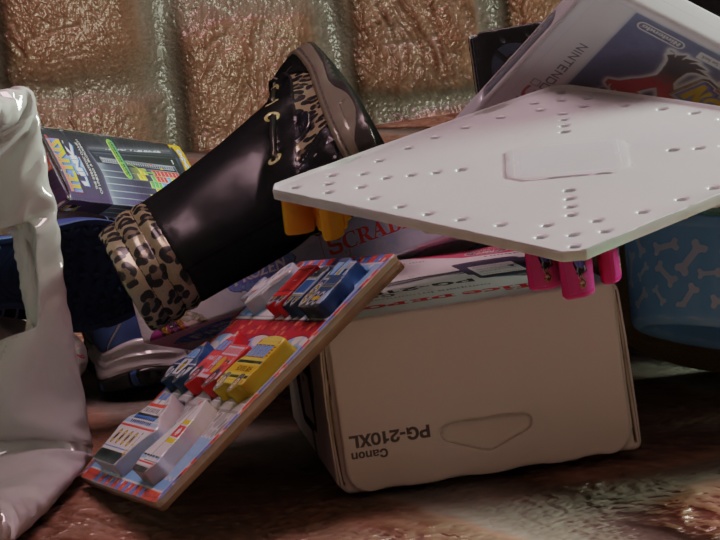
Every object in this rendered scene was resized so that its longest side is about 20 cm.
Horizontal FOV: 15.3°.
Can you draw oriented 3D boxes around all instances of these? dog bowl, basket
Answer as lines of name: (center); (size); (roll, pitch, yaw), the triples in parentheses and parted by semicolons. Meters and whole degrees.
dog bowl: (0.219, 0.015, 1.260); (0.200, 0.050, 0.111); (9, -7, -6)
basket: (-0.232, 0.026, 1.261); (0.161, 0.198, 0.200); (-8, 7, 9)

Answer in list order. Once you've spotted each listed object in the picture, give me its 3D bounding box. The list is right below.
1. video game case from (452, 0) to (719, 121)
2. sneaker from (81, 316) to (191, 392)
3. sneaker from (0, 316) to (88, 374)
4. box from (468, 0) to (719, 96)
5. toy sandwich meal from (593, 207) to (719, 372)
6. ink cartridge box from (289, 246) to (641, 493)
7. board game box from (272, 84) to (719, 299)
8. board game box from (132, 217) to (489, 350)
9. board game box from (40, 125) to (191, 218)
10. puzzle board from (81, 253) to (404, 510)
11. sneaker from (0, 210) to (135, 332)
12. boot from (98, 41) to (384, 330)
video game case: (0.168, -0.067, 1.396); (0.200, 0.023, 0.182); (25, -33, -12)
sneaker: (-0.138, 0.026, 1.657); (0.076, 0.077, 0.200); (-9, 5, -10)
sneaker: (-0.196, 0.050, 1.537); (0.099, 0.078, 0.200); (-6, 7, -28)
box: (0.175, -0.097, 1.546); (0.200, 0.086, 0.164); (-9, -9, 10)
toy sandwich meal: (0.198, -0.013, 1.371); (0.205, 0.070, 0.205); (4, -32, 2)
ink cartridge box: (0.043, 0.043, 1.318); (0.145, 0.084, 0.200); (-8, 7, -7)
board game box: (0.096, -0.040, 1.234); (0.200, 0.026, 0.200); (-21, 23, -38)
board game box: (0.000, 0.000, 1.516); (0.200, 0.041, 0.200); (-20, -12, 19)
board game box: (-0.216, -0.011, 1.652); (0.200, 0.057, 0.165); (-33, -15, 23)
puzzle board: (-0.062, 0.047, 1.241); (0.151, 0.017, 0.200); (-45, 9, -11)
sneaker: (-0.200, -0.008, 1.446); (0.200, 0.070, 0.078); (0, 22, -46)
boot: (-0.066, -0.046, 1.406); (0.154, 0.073, 0.204); (-30, 19, -2)
